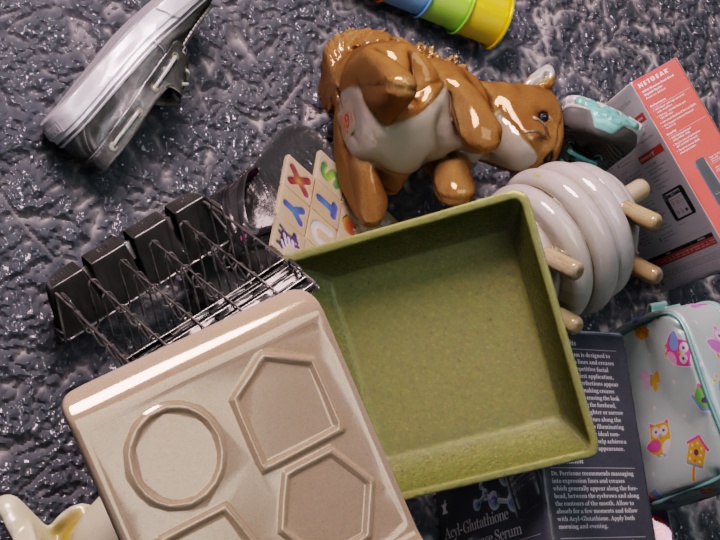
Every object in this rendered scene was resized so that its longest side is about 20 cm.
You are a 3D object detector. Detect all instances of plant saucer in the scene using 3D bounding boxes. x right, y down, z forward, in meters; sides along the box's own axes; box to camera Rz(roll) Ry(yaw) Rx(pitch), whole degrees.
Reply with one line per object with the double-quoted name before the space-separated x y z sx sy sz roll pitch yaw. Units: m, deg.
"plant saucer" 0.059 0.059 1.147 0.048 0.199 0.201 -27 102 -73

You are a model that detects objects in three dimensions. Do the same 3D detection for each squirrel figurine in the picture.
"squirrel figurine" 0.069 -0.138 1.280 0.186 0.142 0.200 -5 34 -21

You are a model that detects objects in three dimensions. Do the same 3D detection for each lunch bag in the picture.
"lunch bag" 0.249 0.116 1.287 0.077 0.200 0.161 -2 70 -34

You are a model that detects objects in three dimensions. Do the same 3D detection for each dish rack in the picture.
"dish rack" -0.124 0.022 1.088 0.153 0.200 0.055 -34 129 -19

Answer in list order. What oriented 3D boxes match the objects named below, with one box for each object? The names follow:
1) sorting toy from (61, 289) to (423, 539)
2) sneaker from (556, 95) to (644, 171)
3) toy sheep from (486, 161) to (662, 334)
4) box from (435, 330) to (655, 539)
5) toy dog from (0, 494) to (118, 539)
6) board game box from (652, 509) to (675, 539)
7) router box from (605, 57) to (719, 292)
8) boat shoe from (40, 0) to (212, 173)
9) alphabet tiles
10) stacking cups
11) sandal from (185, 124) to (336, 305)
"sorting toy" -0.071 0.134 0.977 0.185 0.036 0.201 -25 89 -27
"sneaker" 0.187 -0.088 1.342 0.077 0.200 0.092 23 79 0
"toy sheep" 0.161 -0.023 1.218 0.199 0.138 0.138 -24 85 -32
"box" 0.141 0.162 1.234 0.107 0.148 0.201 5 68 -30
"toy dog" -0.116 0.185 1.039 0.199 0.140 0.194 -32 111 -5
"board game box" 0.263 0.310 1.254 0.032 0.120 0.201 -10 56 7
"router box" 0.277 -0.079 1.382 0.049 0.200 0.180 -29 88 -9
"boat shoe" -0.172 -0.157 1.228 0.071 0.072 0.200 46 64 -18
"alphabet tiles" 0.000 0.000 1.250 0.200 0.006 0.167 41 38 -32
"stacking cups" 0.040 -0.261 1.404 0.199 0.060 0.061 17 63 -20
"sandal" -0.080 -0.055 1.236 0.075 0.048 0.201 31 52 -2
